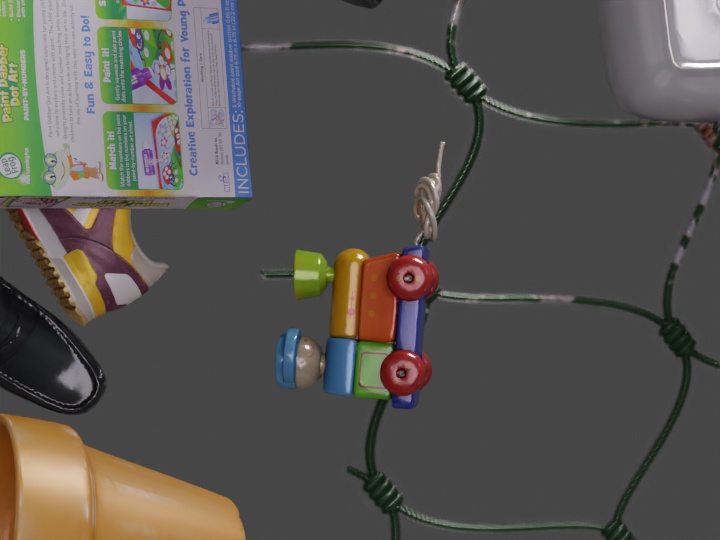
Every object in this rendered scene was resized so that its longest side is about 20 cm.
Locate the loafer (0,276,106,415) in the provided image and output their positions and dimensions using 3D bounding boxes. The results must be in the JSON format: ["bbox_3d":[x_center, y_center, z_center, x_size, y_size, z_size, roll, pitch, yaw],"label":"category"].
[{"bbox_3d":[-0.275,0.040,1.623,0.200,0.070,0.068,38,86,-6],"label":"loafer"}]

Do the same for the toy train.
[{"bbox_3d":[0.000,0.000,1.660,0.115,0.085,0.201,4,90,6],"label":"toy train"}]

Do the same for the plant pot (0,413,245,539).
[{"bbox_3d":[-0.188,0.215,1.586,0.182,0.200,0.201,10,89,-22],"label":"plant pot"}]

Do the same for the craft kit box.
[{"bbox_3d":[-0.183,-0.144,1.606,0.196,0.048,0.201,1,79,-27],"label":"craft kit box"}]

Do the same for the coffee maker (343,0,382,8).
[{"bbox_3d":[0.029,-0.295,1.630,0.192,0.135,0.200,38,86,-7],"label":"coffee maker"}]

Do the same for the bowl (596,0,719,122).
[{"bbox_3d":[0.286,-0.217,1.695,0.198,0.075,0.201,-4,92,-7],"label":"bowl"}]

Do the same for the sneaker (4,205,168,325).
[{"bbox_3d":[-0.219,-0.064,1.636,0.090,0.075,0.201,-28,98,-17],"label":"sneaker"}]
